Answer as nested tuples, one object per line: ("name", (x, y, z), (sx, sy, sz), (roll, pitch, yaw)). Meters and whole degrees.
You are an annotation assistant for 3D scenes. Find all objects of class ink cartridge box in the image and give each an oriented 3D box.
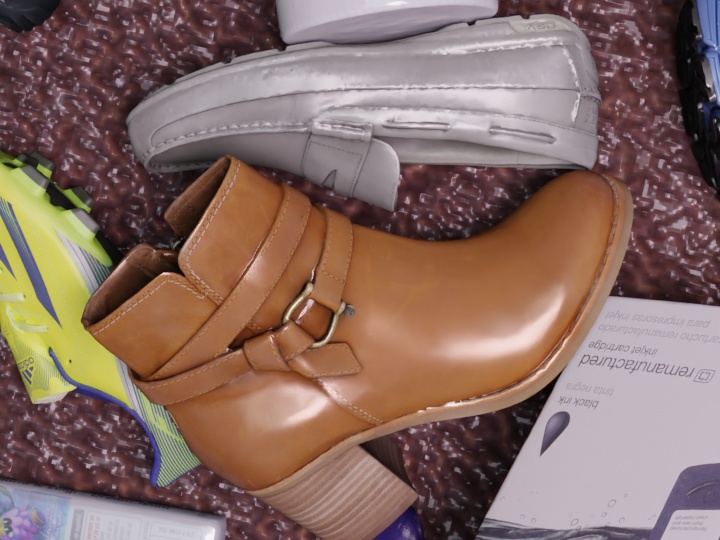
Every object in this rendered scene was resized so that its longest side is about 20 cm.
("ink cartridge box", (0.119, 0.117, 0.738), (0.084, 0.144, 0.201), (46, 64, -34))

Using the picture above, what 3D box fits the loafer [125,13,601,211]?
("loafer", (0.002, -0.059, 0.829), (0.199, 0.070, 0.070), (-8, 82, 5))

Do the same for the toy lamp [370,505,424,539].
("toy lamp", (0.082, 0.174, 0.823), (0.200, 0.058, 0.058), (37, 93, 5))

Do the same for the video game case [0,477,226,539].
("video game case", (-0.161, 0.192, 0.868), (0.181, 0.024, 0.202), (8, 91, 7))

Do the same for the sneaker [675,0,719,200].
("sneaker", (0.169, -0.109, 0.811), (0.078, 0.075, 0.202), (-7, 90, 3))

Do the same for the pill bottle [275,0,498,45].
("pill bottle", (0.000, -0.199, 0.812), (0.109, 0.110, 0.202), (-8, 88, 6))

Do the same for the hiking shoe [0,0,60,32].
("hiking shoe", (-0.158, -0.204, 0.848), (0.086, 0.074, 0.201), (-19, 87, 7))

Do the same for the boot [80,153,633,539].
("boot", (0.000, 0.000, 0.793), (0.200, 0.077, 0.155), (-44, 114, 7))

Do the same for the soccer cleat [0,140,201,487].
("soccer cleat", (-0.133, 0.010, 0.847), (0.200, 0.065, 0.084), (41, 96, 5))
